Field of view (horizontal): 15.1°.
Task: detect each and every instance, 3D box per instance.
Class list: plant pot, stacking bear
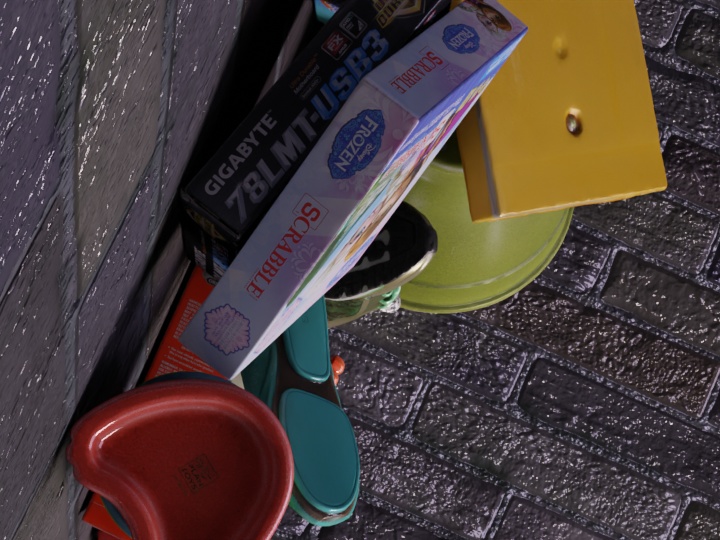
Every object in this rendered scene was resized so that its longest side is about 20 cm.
[{"bbox_3d":[0.064,-0.095,1.845,0.193,0.200,0.200,108,7,-71],"label":"plant pot"},{"bbox_3d":[-0.107,0.113,1.576,0.114,0.121,0.200,-31,-175,-9],"label":"stacking bear"}]

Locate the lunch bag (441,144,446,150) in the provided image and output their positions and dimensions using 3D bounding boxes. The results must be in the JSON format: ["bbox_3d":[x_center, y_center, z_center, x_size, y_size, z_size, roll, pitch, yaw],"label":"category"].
[{"bbox_3d":[0.032,-0.079,2.102,0.164,0.200,0.118,97,-24,-59],"label":"lunch bag"}]

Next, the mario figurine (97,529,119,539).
[{"bbox_3d":[-0.108,0.143,1.919,0.200,0.106,0.123,-33,177,-42],"label":"mario figurine"}]

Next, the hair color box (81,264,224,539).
[{"bbox_3d":[-0.109,0.079,1.771,0.102,0.061,0.200,-34,149,-87],"label":"hair color box"}]

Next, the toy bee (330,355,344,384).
[{"bbox_3d":[-0.055,0.032,1.979,0.200,0.109,0.131,111,2,-56],"label":"toy bee"}]

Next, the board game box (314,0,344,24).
[{"bbox_3d":[0.020,-0.231,1.694,0.200,0.045,0.152,83,31,-85],"label":"board game box"}]

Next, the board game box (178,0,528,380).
[{"bbox_3d":[-0.001,-0.052,1.546,0.200,0.041,0.200,-53,175,29],"label":"board game box"}]

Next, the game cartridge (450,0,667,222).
[{"bbox_3d":[0.116,-0.138,1.725,0.176,0.032,0.200,-10,88,-47],"label":"game cartridge"}]

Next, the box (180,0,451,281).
[{"bbox_3d":[-0.026,-0.087,1.586,0.200,0.050,0.199,-51,175,-9],"label":"box"}]

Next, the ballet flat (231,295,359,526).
[{"bbox_3d":[-0.046,0.085,1.650,0.070,0.067,0.200,-43,-139,34],"label":"ballet flat"}]

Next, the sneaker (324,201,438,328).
[{"bbox_3d":[0.000,0.000,1.835,0.200,0.089,0.077,-19,-116,52],"label":"sneaker"}]
